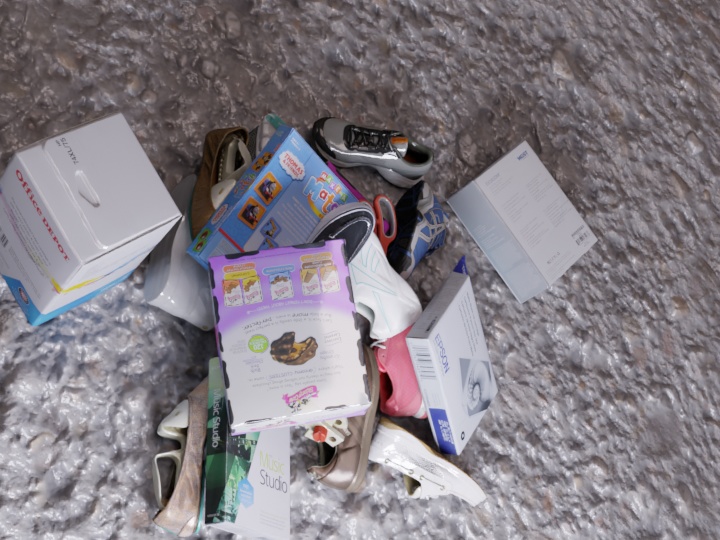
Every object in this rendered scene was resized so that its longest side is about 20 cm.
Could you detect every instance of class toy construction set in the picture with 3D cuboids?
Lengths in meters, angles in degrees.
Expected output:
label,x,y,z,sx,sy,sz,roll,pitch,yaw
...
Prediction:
label,x,y,z,sx,sy,sz,roll,pitch,yaw
toy construction set,-0.072,0.131,1.466,0.132,0.091,0.201,57,16,-33

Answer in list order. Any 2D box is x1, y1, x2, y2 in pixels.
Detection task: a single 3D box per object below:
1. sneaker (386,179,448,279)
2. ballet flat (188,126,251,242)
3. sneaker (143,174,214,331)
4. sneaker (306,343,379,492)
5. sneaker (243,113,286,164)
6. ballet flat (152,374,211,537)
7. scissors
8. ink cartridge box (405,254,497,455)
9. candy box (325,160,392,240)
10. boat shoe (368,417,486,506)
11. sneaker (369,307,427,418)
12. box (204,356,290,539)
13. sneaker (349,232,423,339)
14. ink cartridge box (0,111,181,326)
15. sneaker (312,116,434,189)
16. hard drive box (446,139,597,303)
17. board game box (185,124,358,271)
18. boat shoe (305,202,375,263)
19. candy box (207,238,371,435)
label,x,y,z,sx,sy,sz,roll,pitch,yaw
sneaker,0.087,-0.050,1.686,0.077,0.075,0.201,43,39,-18
ballet flat,-0.173,-0.112,1.493,0.068,0.072,0.202,45,35,-37
sneaker,-0.210,-0.018,1.510,0.115,0.073,0.203,34,48,-34
sneaker,-0.024,0.184,1.527,0.074,0.070,0.203,18,60,-24
sneaker,-0.146,-0.114,1.572,0.077,0.090,0.202,42,42,-35
ballet flat,-0.213,0.214,1.397,0.066,0.068,0.203,13,61,-16
scissors,0.030,-0.010,1.614,0.072,0.014,0.204,2,71,-36
ink cartridge box,0.140,0.114,1.604,0.201,0.040,0.202,-53,135,-45
candy box,-0.060,-0.034,1.608,0.136,0.061,0.201,45,52,-10
boat shoe,0.084,0.274,1.566,0.199,0.071,0.070,36,80,-23
sneaker,0.045,0.106,1.605,0.086,0.074,0.204,-3,71,-32
box,-0.135,0.220,1.419,0.144,0.036,0.203,36,46,-55
sneaker,0.000,0.000,1.554,0.080,0.070,0.202,-33,83,-13
ink cartridge box,-0.332,-0.058,1.356,0.145,0.200,0.148,-29,86,-38
sneaker,0.020,-0.186,1.718,0.197,0.079,0.075,16,63,-25
hard drive box,0.254,-0.079,1.821,0.155,0.077,0.201,-36,91,-38
board game box,-0.107,-0.057,1.474,0.201,0.036,0.151,-53,128,-11
boat shoe,-0.046,-0.009,1.468,0.199,0.067,0.072,-40,122,-20
candy box,-0.086,0.078,1.366,0.165,0.072,0.204,-7,75,-9
